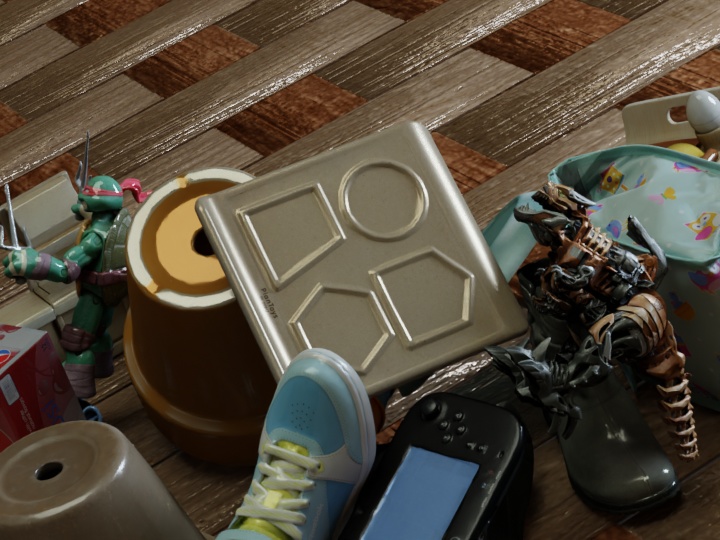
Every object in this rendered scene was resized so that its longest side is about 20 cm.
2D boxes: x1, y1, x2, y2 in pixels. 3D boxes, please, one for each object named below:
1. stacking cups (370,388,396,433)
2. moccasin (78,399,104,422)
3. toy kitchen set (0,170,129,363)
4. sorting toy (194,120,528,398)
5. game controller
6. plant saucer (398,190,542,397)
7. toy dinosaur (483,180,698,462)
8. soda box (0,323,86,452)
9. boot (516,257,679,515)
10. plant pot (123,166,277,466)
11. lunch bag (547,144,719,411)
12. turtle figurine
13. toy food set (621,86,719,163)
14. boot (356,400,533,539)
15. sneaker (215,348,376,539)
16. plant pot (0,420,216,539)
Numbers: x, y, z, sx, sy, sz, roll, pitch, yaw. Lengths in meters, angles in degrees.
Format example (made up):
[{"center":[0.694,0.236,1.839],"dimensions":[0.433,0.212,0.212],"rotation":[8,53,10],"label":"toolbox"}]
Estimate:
[{"center":[-0.002,0.086,1.571],"dimensions":[0.060,0.061,0.201],"rotation":[-9,32,18],"label":"stacking cups"},{"center":[-0.242,0.139,1.750],"dimensions":[0.080,0.069,0.200],"rotation":[-30,31,-20],"label":"moccasin"},{"center":[-0.209,0.018,1.840],"dimensions":[0.199,0.164,0.180],"rotation":[-31,31,-20],"label":"toy kitchen set"},{"center":[0.000,0.000,1.566],"dimensions":[0.198,0.037,0.186],"rotation":[-20,71,-22],"label":"sorting toy"},{"center":[0.035,0.173,1.425],"dimensions":[0.104,0.042,0.201],"rotation":[6,62,51],"label":"game controller"},{"center":[0.085,0.012,1.690],"dimensions":[0.201,0.027,0.200],"rotation":[-52,2,3],"label":"plant saucer"},{"center":[0.163,0.041,1.464],"dimensions":[0.135,0.102,0.201],"rotation":[-35,70,-7],"label":"toy dinosaur"},{"center":[-0.239,0.139,1.611],"dimensions":[0.070,0.201,0.063],"rotation":[6,37,38],"label":"soda box"},{"center":[0.159,0.079,1.549],"dimensions":[0.067,0.132,0.200],"rotation":[-21,29,-7],"label":"boot"},{"center":[-0.100,0.022,1.673],"dimensions":[0.198,0.184,0.202],"rotation":[-5,59,8],"label":"plant pot"},{"center":[0.230,0.006,1.589],"dimensions":[0.199,0.171,0.122],"rotation":[17,54,46],"label":"lunch bag"},{"center":[-0.225,-0.005,1.746],"dimensions":[0.100,0.202,0.149],"rotation":[9,14,23],"label":"turtle figurine"},{"center":[0.243,-0.095,1.839],"dimensions":[0.143,0.061,0.200],"rotation":[-8,27,40],"label":"toy food set"},{"center":[0.035,0.185,1.515],"dimensions":[0.153,0.074,0.204],"rotation":[-14,35,27],"label":"boot"},{"center":[-0.054,0.159,1.430],"dimensions":[0.079,0.202,0.130],"rotation":[17,25,20],"label":"sneaker"},{"center":[-0.185,0.206,1.495],"dimensions":[0.198,0.176,0.201],"rotation":[-13,30,8],"label":"plant pot"}]
